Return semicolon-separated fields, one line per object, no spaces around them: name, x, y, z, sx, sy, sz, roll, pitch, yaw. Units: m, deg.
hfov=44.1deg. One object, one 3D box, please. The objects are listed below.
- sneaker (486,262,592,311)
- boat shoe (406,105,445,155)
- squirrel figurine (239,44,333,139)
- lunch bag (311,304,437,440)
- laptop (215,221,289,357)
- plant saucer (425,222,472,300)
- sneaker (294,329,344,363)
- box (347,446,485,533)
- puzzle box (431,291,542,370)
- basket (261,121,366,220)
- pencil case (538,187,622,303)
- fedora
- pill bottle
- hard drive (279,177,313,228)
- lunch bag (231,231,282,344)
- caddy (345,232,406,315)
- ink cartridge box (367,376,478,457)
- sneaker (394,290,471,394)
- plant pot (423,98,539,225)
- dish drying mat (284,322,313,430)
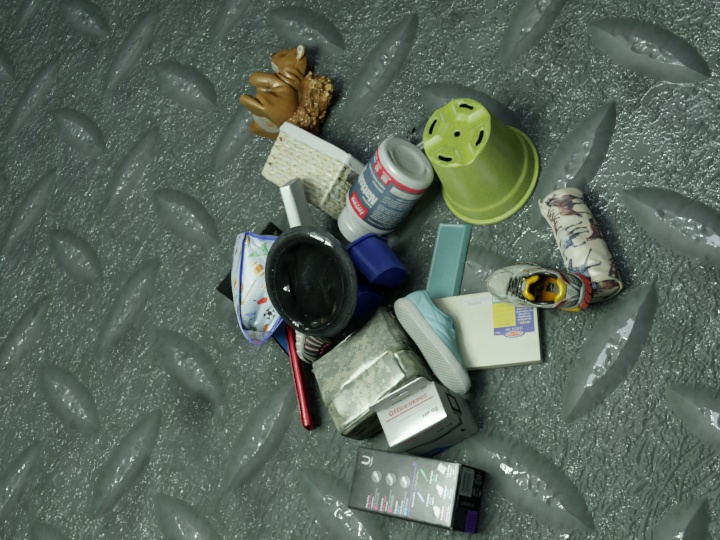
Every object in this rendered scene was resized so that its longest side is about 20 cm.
sneaker;0.287;0.023;1.491;0.198;0.081;0.080;2;85;50
boat shoe;0.120;-0.243;1.744;0.200;0.074;0.063;-45;46;14
squirrel figurine;-0.142;-0.386;1.928;0.197;0.142;0.189;20;72;19
lunch bag;0.020;0.181;1.605;0.199;0.139;0.169;-39;64;13
laptop;-0.157;0.042;1.778;0.178;0.199;0.103;-49;20;4
plant saucer;0.158;0.005;1.666;0.069;0.019;0.204;5;74;30
sneaker;-0.071;0.118;1.659;0.086;0.202;0.074;15;52;17
box;0.095;0.370;1.505;0.196;0.122;0.108;3;74;29
puzzle box;0.221;0.107;1.577;0.196;0.025;0.136;-8;69;21
basket;-0.086;-0.196;1.809;0.198;0.135;0.125;32;93;33
pencil case;0.373;-0.045;1.525;0.088;0.078;0.203;-14;64;-4
fedora;-0.071;0.009;1.531;0.197;0.092;0.205;10;115;22
pill bottle;0.041;-0.141;1.691;0.201;0.118;0.121;-52;51;38
hard drive;-0.106;-0.068;1.679;0.026;0.132;0.204;-14;101;7
lunch bag;-0.187;0.035;1.686;0.121;0.170;0.205;7;89;-10
caddy;0.000;0.000;1.657;0.141;0.200;0.105;-44;74;9
ink cartridge box;0.107;0.252;1.495;0.115;0.199;0.068;-31;61;15
sneaker;0.145;0.117;1.555;0.081;0.074;0.202;-28;76;-23
plant pot;0.206;-0.211;1.617;0.197;0.184;0.205;-10;67;25
dish drying mat;-0.118;0.201;1.704;0.018;0.077;0.204;-13;73;2
